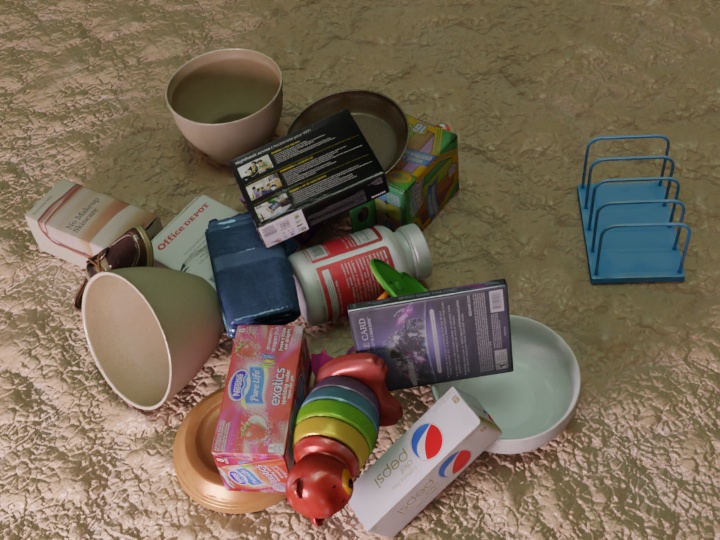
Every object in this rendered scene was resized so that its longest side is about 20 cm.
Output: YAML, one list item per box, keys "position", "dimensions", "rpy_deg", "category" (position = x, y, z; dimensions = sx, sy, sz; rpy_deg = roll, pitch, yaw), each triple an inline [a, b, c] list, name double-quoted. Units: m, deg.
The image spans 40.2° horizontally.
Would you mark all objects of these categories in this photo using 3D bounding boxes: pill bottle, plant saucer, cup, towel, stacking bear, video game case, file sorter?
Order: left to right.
- position: [-0.277, 0.077, 1.394]
  dimensions: [0.200, 0.201, 0.143]
  rpy_deg: [34, 38, 30]
  category: "cup"
- position: [-0.158, 0.230, 1.331]
  dimensions: [0.199, 0.038, 0.201]
  rpy_deg: [-3, 49, 3]
  category: "plant saucer"
- position: [-0.156, 0.001, 1.411]
  dimensions: [0.111, 0.049, 0.201]
  rpy_deg: [-12, 51, -8]
  category: "towel"
- position: [-0.033, 0.214, 1.208]
  dimensions: [0.113, 0.122, 0.200]
  rpy_deg: [-4, 37, 23]
  category: "stacking bear"
- position: [-0.020, -0.192, 1.513]
  dimensions: [0.199, 0.037, 0.201]
  rpy_deg: [-6, 56, 9]
  category: "plant saucer"
- position: [0.000, 0.000, 1.459]
  dimensions: [0.199, 0.113, 0.113]
  rpy_deg: [-19, 50, -13]
  category: "pill bottle"
- position: [0.092, 0.087, 1.251]
  dimensions: [0.199, 0.143, 0.019]
  rpy_deg: [-9, 35, 2]
  category: "video game case"
- position: [0.413, -0.096, 1.491]
  dimensions: [0.138, 0.123, 0.201]
  rpy_deg: [-2, 50, 5]
  category: "file sorter"

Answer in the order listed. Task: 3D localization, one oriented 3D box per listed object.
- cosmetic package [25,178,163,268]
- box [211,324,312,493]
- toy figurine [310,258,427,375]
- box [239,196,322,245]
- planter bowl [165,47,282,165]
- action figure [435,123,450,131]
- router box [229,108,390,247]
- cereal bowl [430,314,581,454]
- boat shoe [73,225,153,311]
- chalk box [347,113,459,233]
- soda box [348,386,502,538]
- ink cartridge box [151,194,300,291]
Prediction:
- position: [-0.420, -0.061, 1.574]
  dimensions: [0.199, 0.088, 0.104]
  rpy_deg: [19, 55, 21]
  category: "cosmetic package"
- position: [-0.124, 0.178, 1.283]
  dimensions: [0.095, 0.100, 0.201]
  rpy_deg: [1, 50, 7]
  category: "box"
- position: [0.014, 0.098, 1.359]
  dimensions: [0.150, 0.200, 0.184]
  rpy_deg: [45, 102, 4]
  category: "toy figurine"
- position: [-0.084, -0.153, 1.618]
  dimensions: [0.137, 0.039, 0.200]
  rpy_deg: [31, 74, 29]
  category: "box"
- position: [-0.224, -0.268, 1.699]
  dimensions: [0.199, 0.135, 0.201]
  rpy_deg: [-3, 49, 4]
  category: "planter bowl"
- position: [0.054, -0.236, 1.688]
  dimensions: [0.199, 0.065, 0.052]
  rpy_deg: [1, 70, 7]
  category: "action figure"
- position: [-0.076, -0.137, 1.436]
  dimensions: [0.199, 0.051, 0.150]
  rpy_deg: [-24, 53, -3]
  category: "router box"
- position: [0.194, 0.162, 1.318]
  dimensions: [0.199, 0.084, 0.201]
  rpy_deg: [-4, 49, 5]
  category: "cereal bowl"
- position: [-0.368, 0.005, 1.444]
  dimensions: [0.072, 0.200, 0.072]
  rpy_deg: [-18, 75, -44]
  category: "boat shoe"
- position: [0.054, -0.135, 1.563]
  dimensions: [0.123, 0.125, 0.200]
  rpy_deg: [26, 58, 25]
  category: "chalk box"
- position: [0.077, 0.239, 1.218]
  dimensions: [0.200, 0.068, 0.064]
  rpy_deg: [-46, 53, 9]
  category: "soda box"
- position: [-0.209, -0.011, 1.510]
  dimensions: [0.199, 0.084, 0.145]
  rpy_deg: [28, 58, 24]
  category: "ink cartridge box"
